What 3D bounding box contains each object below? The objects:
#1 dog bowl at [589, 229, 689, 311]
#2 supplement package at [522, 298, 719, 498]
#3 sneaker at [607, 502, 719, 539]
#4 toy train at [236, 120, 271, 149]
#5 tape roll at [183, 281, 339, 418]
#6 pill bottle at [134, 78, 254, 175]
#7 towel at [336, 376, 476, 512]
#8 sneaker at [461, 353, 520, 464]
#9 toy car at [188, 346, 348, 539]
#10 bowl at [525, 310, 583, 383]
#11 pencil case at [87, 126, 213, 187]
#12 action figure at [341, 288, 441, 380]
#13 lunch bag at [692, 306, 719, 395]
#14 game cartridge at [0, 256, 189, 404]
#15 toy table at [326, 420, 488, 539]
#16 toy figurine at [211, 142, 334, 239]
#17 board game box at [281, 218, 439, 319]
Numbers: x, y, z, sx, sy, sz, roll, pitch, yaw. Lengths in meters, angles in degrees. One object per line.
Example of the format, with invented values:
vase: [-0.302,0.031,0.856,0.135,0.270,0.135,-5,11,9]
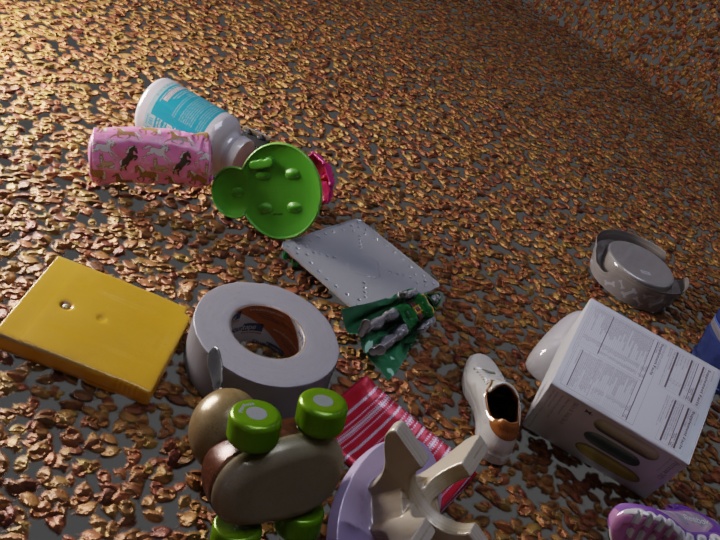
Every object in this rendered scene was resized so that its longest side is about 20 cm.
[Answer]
dog bowl: [0.538,0.002,1.696,0.195,0.060,0.202,16,33,-10]
supplement package: [0.355,0.178,1.197,0.197,0.153,0.152,29,61,11]
sneaker: [0.398,0.337,1.116,0.196,0.082,0.089,20,25,-13]
toy train: [-0.253,-0.272,1.631,0.196,0.035,0.046,25,20,5]
tape roll: [-0.128,0.103,1.132,0.196,0.067,0.202,16,34,-11]
pill bottle: [-0.280,-0.238,1.488,0.197,0.112,0.111,30,33,13]
towel: [0.041,0.225,1.102,0.199,0.023,0.144,37,36,20]
sneaker: [0.192,0.171,1.216,0.071,0.086,0.202,12,32,-12]
toy car: [-0.125,0.180,0.954,0.155,0.168,0.199,-4,28,-35]
bowl: [0.381,0.145,1.379,0.198,0.076,0.199,36,33,18]
pencil case: [-0.329,-0.177,1.371,0.195,0.087,0.084,-1,57,-16]
action figure: [0.065,0.071,1.293,0.199,0.054,0.120,-28,85,-53]
lunch bag: [0.702,0.148,1.516,0.195,0.134,0.137,16,33,-9]
game cartridge: [-0.328,0.072,1.091,0.196,0.033,0.178,23,32,-4]
toy table: [0.058,0.250,0.935,0.184,0.116,0.201,46,45,-16]
toy figurine: [-0.124,-0.141,1.462,0.195,0.154,0.184,-1,10,19]
board game box: [0.000,0.000,1.397,0.199,0.026,0.198,39,36,25]
